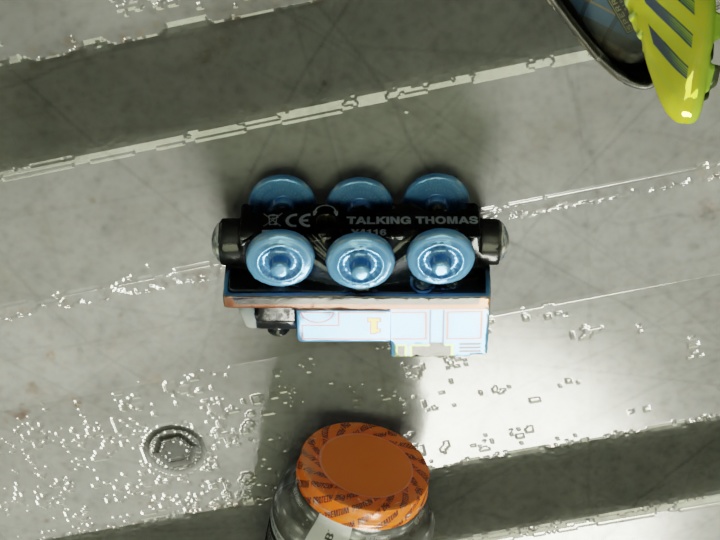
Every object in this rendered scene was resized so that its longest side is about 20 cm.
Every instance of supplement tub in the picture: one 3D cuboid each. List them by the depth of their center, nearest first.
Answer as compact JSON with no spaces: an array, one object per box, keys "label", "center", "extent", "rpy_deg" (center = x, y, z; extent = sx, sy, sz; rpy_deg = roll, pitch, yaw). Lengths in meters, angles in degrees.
[{"label":"supplement tub","center":[-0.014,0.220,1.374],"extent":[0.121,0.123,0.201],"rpy_deg":[8,125,-6]}]

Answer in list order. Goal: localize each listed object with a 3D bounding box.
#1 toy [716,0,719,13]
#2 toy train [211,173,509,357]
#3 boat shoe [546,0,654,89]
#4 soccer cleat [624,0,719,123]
[{"label":"toy","center":[0.281,-0.228,1.108],"extent":[0.199,0.047,0.116],"rpy_deg":[-20,99,24]},{"label":"toy train","center":[0.000,0.000,1.250],"extent":[0.198,0.087,0.115],"rpy_deg":[-1,130,0]},{"label":"boat shoe","center":[0.131,-0.190,1.129],"extent":[0.070,0.066,0.200],"rpy_deg":[-26,121,17]},{"label":"soccer cleat","center":[0.170,-0.186,1.093],"extent":[0.083,0.065,0.202],"rpy_deg":[-4,91,0]}]
